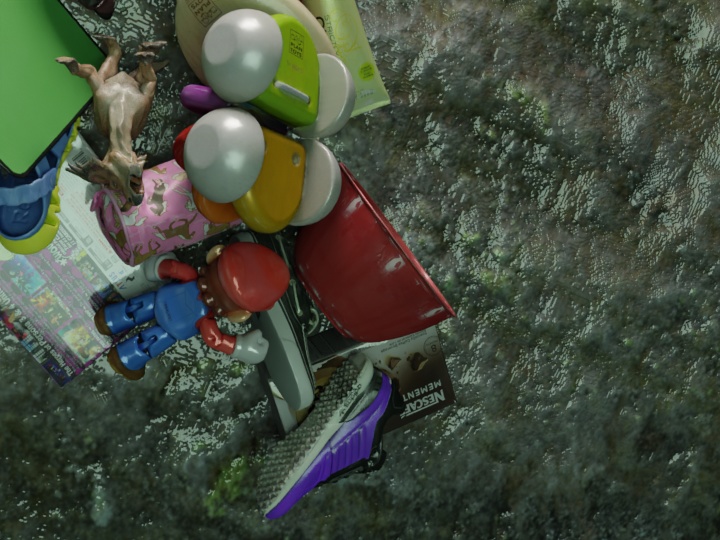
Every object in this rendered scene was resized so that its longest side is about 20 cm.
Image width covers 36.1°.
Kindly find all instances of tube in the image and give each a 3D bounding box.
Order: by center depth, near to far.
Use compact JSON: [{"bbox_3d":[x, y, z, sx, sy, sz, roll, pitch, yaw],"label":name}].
[{"bbox_3d":[-0.026,-0.259,1.162,0.052,0.057,0.203,-46,128,-51],"label":"tube"}]

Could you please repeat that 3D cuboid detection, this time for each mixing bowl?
[{"bbox_3d":[0.000,0.000,1.158,0.108,0.200,0.201,-38,111,3],"label":"mixing bowl"}]

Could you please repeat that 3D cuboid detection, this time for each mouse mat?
[{"bbox_3d":[-0.322,-0.197,1.026,0.161,0.007,0.201,50,40,-22],"label":"mouse mat"}]

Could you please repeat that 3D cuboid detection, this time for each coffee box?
[{"bbox_3d":[-0.004,0.124,1.240,0.197,0.080,0.115,-21,108,-12],"label":"coffee box"}]

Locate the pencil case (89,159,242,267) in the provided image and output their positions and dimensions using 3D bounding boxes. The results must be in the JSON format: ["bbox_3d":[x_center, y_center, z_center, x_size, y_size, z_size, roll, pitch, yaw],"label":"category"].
[{"bbox_3d":[-0.169,-0.078,1.116,0.198,0.086,0.084,-27,130,-26],"label":"pencil case"}]

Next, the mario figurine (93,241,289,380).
[{"bbox_3d":[-0.159,0.038,1.116,0.197,0.107,0.125,-23,117,10],"label":"mario figurine"}]

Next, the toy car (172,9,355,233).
[{"bbox_3d":[-0.106,-0.138,1.036,0.174,0.148,0.204,17,81,-54],"label":"toy car"}]

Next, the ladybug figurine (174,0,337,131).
[{"bbox_3d":[-0.101,-0.229,1.116,0.135,0.073,0.200,-33,121,26],"label":"ladybug figurine"}]

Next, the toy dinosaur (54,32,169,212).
[{"bbox_3d":[-0.231,-0.147,1.061,0.084,0.201,0.138,3,114,0],"label":"toy dinosaur"}]

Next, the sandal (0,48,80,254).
[{"bbox_3d":[-0.315,-0.123,1.048,0.078,0.087,0.204,-2,76,2],"label":"sandal"}]

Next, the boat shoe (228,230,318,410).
[{"bbox_3d":[-0.077,0.045,1.164,0.063,0.071,0.203,-13,72,-24],"label":"boat shoe"}]

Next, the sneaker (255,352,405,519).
[{"bbox_3d":[-0.024,0.195,1.170,0.099,0.070,0.201,39,91,-24],"label":"sneaker"}]

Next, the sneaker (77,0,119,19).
[{"bbox_3d":[-0.215,-0.299,1.083,0.196,0.076,0.118,10,105,-9],"label":"sneaker"}]

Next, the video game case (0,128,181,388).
[{"bbox_3d":[-0.300,-0.012,1.134,0.181,0.036,0.201,-40,111,-7],"label":"video game case"}]
